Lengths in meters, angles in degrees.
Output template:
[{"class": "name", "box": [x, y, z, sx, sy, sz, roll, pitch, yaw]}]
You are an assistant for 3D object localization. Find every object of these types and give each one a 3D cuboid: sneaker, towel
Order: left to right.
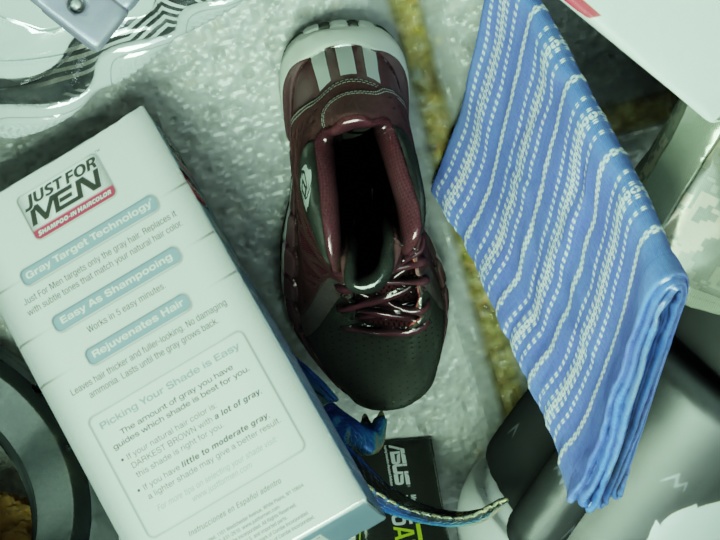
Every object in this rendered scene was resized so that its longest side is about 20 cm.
[{"class": "sneaker", "box": [-0.109, -0.147, 1.080, 0.200, 0.075, 0.115, -34, 121, 17]}, {"class": "sneaker", "box": [0.000, 0.000, 1.157, 0.076, 0.116, 0.200, -11, 121, 1]}, {"class": "towel", "box": [0.077, -0.016, 1.094, 0.024, 0.200, 0.145, -8, 138, -19]}]

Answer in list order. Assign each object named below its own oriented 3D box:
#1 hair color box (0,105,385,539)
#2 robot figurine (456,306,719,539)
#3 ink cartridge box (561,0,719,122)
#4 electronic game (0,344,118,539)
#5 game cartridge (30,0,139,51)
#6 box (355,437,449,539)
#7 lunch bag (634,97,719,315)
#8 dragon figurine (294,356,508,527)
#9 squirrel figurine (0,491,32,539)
[{"class": "hair color box", "box": [-0.082, 0.042, 1.128, 0.099, 0.200, 0.061, -31, 165, 1]}, {"class": "robot figurine", "box": [0.132, 0.087, 1.211, 0.150, 0.125, 0.200, 27, 111, -27]}, {"class": "ink cartridge box", "box": [0.082, -0.156, 1.021, 0.145, 0.200, 0.083, 36, 99, -24]}, {"class": "electronic game", "box": [-0.202, 0.103, 1.157, 0.200, 0.200, 0.042, 18, 141, -16]}, {"class": "game cartridge", "box": [-0.142, -0.196, 1.021, 0.200, 0.038, 0.130, 38, 94, -8]}, {"class": "box", "box": [0.026, 0.215, 1.246, 0.047, 0.193, 0.200, -3, 120, -2]}, {"class": "lunch bag", "box": [0.199, -0.066, 1.103, 0.200, 0.118, 0.164, 4, 126, -45]}, {"class": "dragon figurine", "box": [-0.036, 0.068, 1.179, 0.059, 0.200, 0.099, -57, 149, -1]}, {"class": "squirrel figurine", "box": [-0.217, 0.164, 1.244, 0.200, 0.142, 0.187, -24, 111, -8]}]
